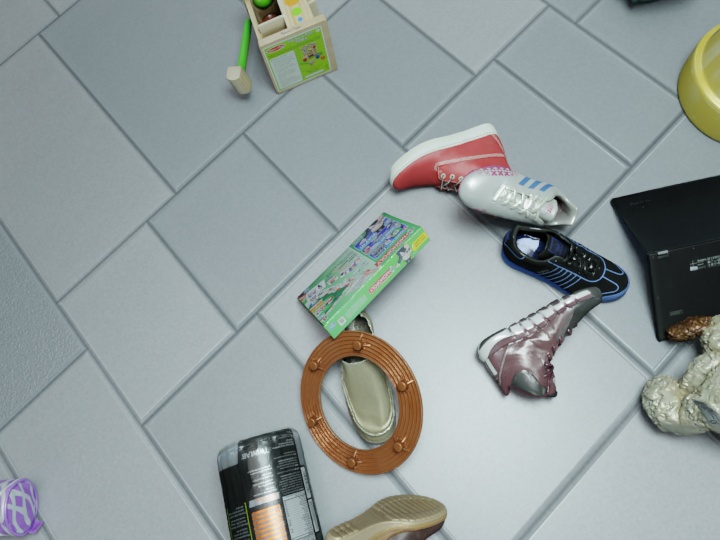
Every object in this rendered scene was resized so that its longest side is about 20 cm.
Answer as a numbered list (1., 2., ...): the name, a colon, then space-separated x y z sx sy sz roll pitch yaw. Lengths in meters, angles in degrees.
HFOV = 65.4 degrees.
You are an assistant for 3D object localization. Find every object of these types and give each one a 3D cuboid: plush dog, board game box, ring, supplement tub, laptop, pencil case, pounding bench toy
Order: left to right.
1. pencil case: -0.582 0.363 0.830 0.194 0.084 0.088 -10 106 7
2. pounding bench toy: -0.163 -0.426 1.007 0.195 0.125 0.159 -22 70 0
3. supplement tub: -0.118 0.329 0.756 0.119 0.123 0.205 -17 71 1
4. ring: -0.005 0.187 0.787 0.195 0.019 0.207 3 96 29
5. board game box: 0.000 0.000 0.852 0.200 0.029 0.134 -45 27 -7
6. laptop: 0.503 -0.024 0.848 0.181 0.116 0.206 -12 99 4
7. plush dog: 0.493 0.133 0.731 0.195 0.162 0.175 18 59 14

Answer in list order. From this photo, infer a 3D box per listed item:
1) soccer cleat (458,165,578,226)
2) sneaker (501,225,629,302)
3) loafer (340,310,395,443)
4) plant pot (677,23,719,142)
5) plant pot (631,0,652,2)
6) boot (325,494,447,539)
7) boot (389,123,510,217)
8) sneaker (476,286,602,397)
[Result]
1. soccer cleat: 0.238 -0.106 0.826 0.195 0.072 0.087 4 24 -27
2. sneaker: 0.306 -0.012 0.834 0.195 0.078 0.072 18 75 13
3. loafer: 0.002 0.150 0.826 0.074 0.068 0.205 -16 71 2
4. plant pot: 0.613 -0.322 0.837 0.194 0.190 0.207 -2 71 6
5. plant pot: 0.506 -0.534 0.933 0.194 0.200 0.138 -10 98 4
6. boot: 0.030 0.400 0.741 0.195 0.072 0.172 -4 99 -31
7. boot: 0.153 -0.138 0.902 0.195 0.073 0.148 -20 72 -3
8. sneaker: 0.275 0.115 0.807 0.197 0.076 0.118 -29 75 9
